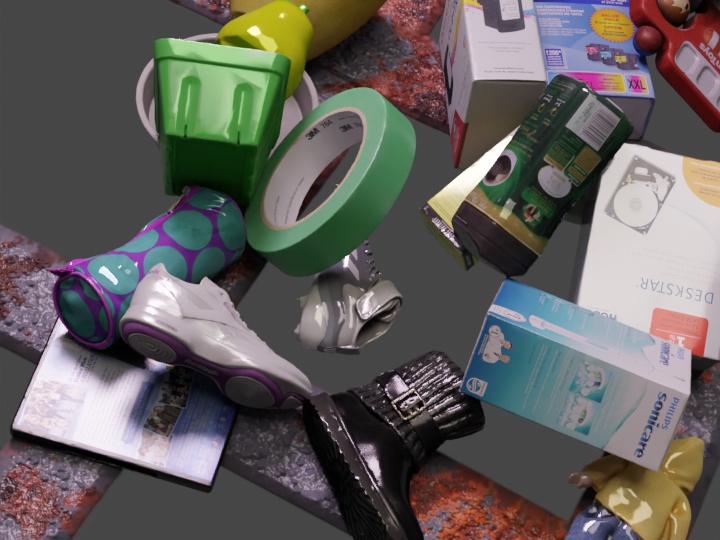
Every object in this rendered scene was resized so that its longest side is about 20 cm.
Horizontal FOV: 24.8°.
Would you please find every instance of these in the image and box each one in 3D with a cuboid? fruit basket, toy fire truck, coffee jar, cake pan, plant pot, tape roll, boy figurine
[{"bbox_3d":[-0.130,-0.189,1.643,0.154,0.216,0.217,7,52,-5],"label":"fruit basket"},{"bbox_3d":[0.382,-0.277,1.870,0.200,0.112,0.168,45,54,-14],"label":"toy fire truck"},{"bbox_3d":[0.177,-0.091,1.628,0.085,0.104,0.201,36,94,-20],"label":"coffee jar"},{"bbox_3d":[-0.145,-0.175,1.784,0.198,0.037,0.202,5,53,-6],"label":"cake pan"},{"bbox_3d":[-0.069,-0.319,1.830,0.199,0.200,0.143,27,79,11],"label":"plant pot"},{"bbox_3d":[-0.033,-0.090,1.646,0.048,0.199,0.202,39,45,-30],"label":"tape roll"},{"bbox_3d":[0.253,0.221,1.538,0.124,0.065,0.200,35,55,17],"label":"boy figurine"}]

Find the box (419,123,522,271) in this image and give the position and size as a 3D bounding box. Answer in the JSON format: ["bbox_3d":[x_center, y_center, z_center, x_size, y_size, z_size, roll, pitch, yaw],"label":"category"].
[{"bbox_3d":[0.161,-0.094,1.724,0.200,0.050,0.075,-41,66,-7],"label":"box"}]

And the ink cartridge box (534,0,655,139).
[{"bbox_3d":[0.253,-0.251,1.889,0.135,0.077,0.201,2,51,-9],"label":"ink cartridge box"}]

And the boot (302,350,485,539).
[{"bbox_3d":[0.053,0.175,1.528,0.156,0.080,0.212,-15,57,-20],"label":"boot"}]

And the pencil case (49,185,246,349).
[{"bbox_3d":[-0.206,-0.007,1.602,0.200,0.085,0.093,-38,109,-40],"label":"pencil case"}]

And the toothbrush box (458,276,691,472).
[{"bbox_3d":[0.206,0.094,1.544,0.198,0.086,0.146,21,16,6],"label":"toothbrush box"}]

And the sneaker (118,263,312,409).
[{"bbox_3d":[-0.126,0.061,1.544,0.199,0.075,0.100,30,51,-20],"label":"sneaker"}]

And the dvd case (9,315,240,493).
[{"bbox_3d":[-0.216,0.123,1.560,0.198,0.018,0.144,16,53,1],"label":"dvd case"}]

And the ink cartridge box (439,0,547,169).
[{"bbox_3d":[0.142,-0.232,1.809,0.082,0.146,0.201,0,53,-7],"label":"ink cartridge box"}]

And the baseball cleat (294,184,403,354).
[{"bbox_3d":[0.000,0.000,1.655,0.105,0.070,0.202,8,62,14],"label":"baseball cleat"}]

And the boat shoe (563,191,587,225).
[{"bbox_3d":[0.285,-0.088,1.780,0.199,0.071,0.072,6,21,9],"label":"boat shoe"}]

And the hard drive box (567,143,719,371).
[{"bbox_3d":[0.300,-0.014,1.669,0.154,0.077,0.202,11,78,-1],"label":"hard drive box"}]
